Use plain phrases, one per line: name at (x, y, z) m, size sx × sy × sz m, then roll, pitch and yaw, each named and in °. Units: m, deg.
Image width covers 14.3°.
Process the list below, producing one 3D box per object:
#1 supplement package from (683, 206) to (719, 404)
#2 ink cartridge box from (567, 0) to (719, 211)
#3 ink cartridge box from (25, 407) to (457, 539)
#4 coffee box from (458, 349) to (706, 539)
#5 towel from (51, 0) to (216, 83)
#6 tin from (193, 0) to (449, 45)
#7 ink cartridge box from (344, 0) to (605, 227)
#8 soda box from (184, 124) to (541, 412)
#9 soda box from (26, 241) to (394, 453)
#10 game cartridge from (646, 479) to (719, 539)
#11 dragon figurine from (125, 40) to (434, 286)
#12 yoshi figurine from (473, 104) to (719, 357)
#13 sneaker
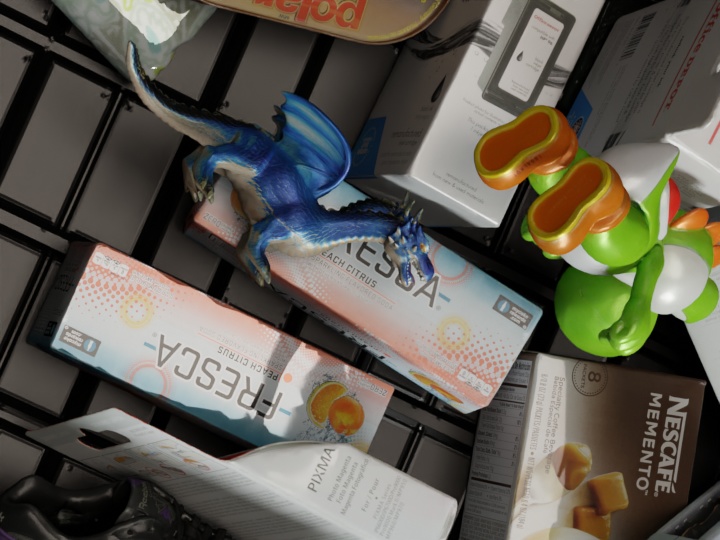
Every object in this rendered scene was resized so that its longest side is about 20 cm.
supplement package at (0.277, 0.052, 1.721) m, size 0.109 × 0.114 × 0.201 m, roll -20°, pitch 101°, yaw 25°
ink cartridge box at (0.196, -0.099, 1.650) m, size 0.068 × 0.200 × 0.116 m, roll 33°, pitch 74°, yaw -16°
ink cartridge box at (-0.067, 0.110, 1.592) m, size 0.200 × 0.162 × 0.057 m, roll 33°, pitch 70°, yaw -17°
coffee box at (0.125, 0.153, 1.706) m, size 0.114 × 0.080 × 0.201 m, roll 11°, pitch 87°, yaw -19°
towel at (-0.117, -0.234, 1.634) m, size 0.171 × 0.048 × 0.200 m, roll 45°, pitch 77°, yaw -14°
tin at (-0.036, -0.193, 1.626) m, size 0.199 × 0.042 × 0.113 m, roll 13°, pitch 87°, yaw -27°
ink cartridge box at (0.075, -0.128, 1.666) m, size 0.068 × 0.116 × 0.201 m, roll 29°, pitch 81°, yaw -18°
soda box at (0.000, 0.000, 1.642) m, size 0.200 × 0.064 × 0.069 m, roll 33°, pitch 80°, yaw -5°
soda box at (-0.085, 0.055, 1.640) m, size 0.199 × 0.064 × 0.069 m, roll 27°, pitch 82°, yaw -17°
game cartridge at (0.200, 0.204, 1.684) m, size 0.041 × 0.200 × 0.134 m, roll 12°, pitch 104°, yaw 21°
dragon figurine at (-0.042, -0.060, 1.572) m, size 0.099 × 0.059 × 0.200 m, roll -37°, pitch 91°, yaw -10°
yoshi figurine at (0.129, -0.006, 1.592) m, size 0.200 × 0.111 × 0.113 m, roll 37°, pitch 61°, yaw -52°
sneaker at (-0.110, 0.162, 1.597) m, size 0.199 × 0.076 × 0.088 m, roll 6°, pitch 124°, yaw -11°
